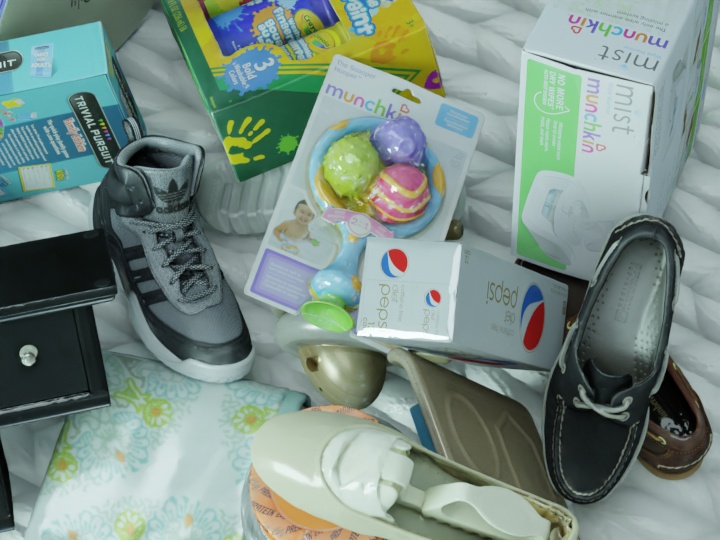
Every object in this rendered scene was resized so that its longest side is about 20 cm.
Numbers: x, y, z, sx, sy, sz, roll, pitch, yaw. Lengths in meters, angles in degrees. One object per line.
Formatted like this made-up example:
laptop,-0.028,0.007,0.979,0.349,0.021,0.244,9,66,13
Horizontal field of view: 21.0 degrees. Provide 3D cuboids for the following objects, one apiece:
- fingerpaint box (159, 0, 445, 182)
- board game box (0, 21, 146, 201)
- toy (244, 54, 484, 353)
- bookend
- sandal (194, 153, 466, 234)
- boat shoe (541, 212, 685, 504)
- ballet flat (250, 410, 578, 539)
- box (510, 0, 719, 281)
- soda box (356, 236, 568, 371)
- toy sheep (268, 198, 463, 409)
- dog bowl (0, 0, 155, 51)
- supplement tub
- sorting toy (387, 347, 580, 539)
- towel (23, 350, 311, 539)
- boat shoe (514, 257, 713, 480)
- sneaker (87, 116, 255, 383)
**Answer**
fingerpaint box,-0.051,-0.179,1.443,0.166,0.073,0.200,-22,44,-3
board game box,-0.268,-0.107,1.430,0.199,0.151,0.047,-11,64,1
toy,0.010,-0.053,1.292,0.115,0.047,0.201,22,65,-5
bookend,-0.253,0.094,1.320,0.198,0.201,0.092,-10,29,-9
sandal,-0.022,-0.068,1.435,0.202,0.083,0.050,2,24,6
boat shoe,0.165,0.062,1.266,0.074,0.060,0.201,19,100,5
ballet flat,0.035,0.127,1.119,0.199,0.069,0.070,22,69,-7
box,0.179,-0.120,1.332,0.096,0.200,0.177,18,53,16
soda box,0.070,0.025,1.261,0.068,0.200,0.064,4,84,26
toy sheep,0.000,0.000,1.362,0.137,0.138,0.201,4,70,9
dog bowl,-0.227,-0.236,1.456,0.079,0.200,0.200,38,75,18
supplement tub,-0.009,0.165,1.248,0.122,0.200,0.123,-2,66,5
sorting toy,0.093,0.152,1.259,0.036,0.185,0.200,-33,63,17
towel,-0.139,0.161,1.351,0.171,0.048,0.201,12,68,11
boat shoe,0.175,0.053,1.349,0.070,0.070,0.200,-36,66,-9
sneaker,-0.133,-0.019,1.380,0.075,0.114,0.200,-18,55,-28
